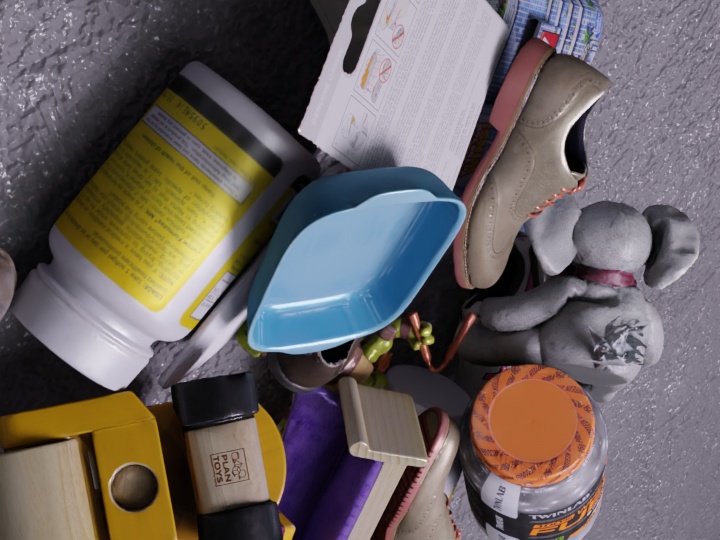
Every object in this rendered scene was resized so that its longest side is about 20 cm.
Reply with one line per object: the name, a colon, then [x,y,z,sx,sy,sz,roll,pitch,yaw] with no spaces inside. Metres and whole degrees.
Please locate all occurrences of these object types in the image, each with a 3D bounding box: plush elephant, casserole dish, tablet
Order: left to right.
tablet: [-0.064,-0.003,0.940,0.200,0.014,0.130,-50,178,17]
casserole dish: [-0.010,-0.008,0.853,0.121,0.039,0.200,-9,153,-25]
plush elephant: [0.190,0.011,1.097,0.164,0.200,0.155,17,75,-14]

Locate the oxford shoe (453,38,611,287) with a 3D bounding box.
oxford shoe: [0.121,-0.063,0.955,0.070,0.075,0.200,-43,154,-52]

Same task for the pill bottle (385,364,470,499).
pill bottle: [0.026,0.190,1.176,0.111,0.111,0.200,2,119,-44]

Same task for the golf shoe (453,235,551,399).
golf shoe: [0.116,0.060,1.200,0.092,0.073,0.200,21,97,-32]

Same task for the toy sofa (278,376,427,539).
toy sofa: [-0.029,0.186,1.056,0.097,0.083,0.200,13,121,-17]

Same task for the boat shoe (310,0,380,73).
boat shoe: [-0.001,-0.209,0.900,0.062,0.073,0.200,-75,155,-47]

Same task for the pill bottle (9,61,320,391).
pill bottle: [-0.129,-0.027,0.862,0.200,0.114,0.114,-50,141,-1]

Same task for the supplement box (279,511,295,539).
supplement box: [-0.167,0.212,1.012,0.200,0.110,0.086,-1,120,-43]

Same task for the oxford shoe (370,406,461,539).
oxford shoe: [0.051,0.198,1.088,0.075,0.070,0.200,14,121,-12]

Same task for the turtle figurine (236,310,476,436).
turtle figurine: [-0.015,0.064,1.075,0.200,0.064,0.161,-38,131,9]

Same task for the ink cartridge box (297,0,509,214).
ink cartridge box: [0.020,-0.129,0.850,0.200,0.050,0.161,30,79,-57]

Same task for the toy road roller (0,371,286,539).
toy road roller: [-0.150,0.146,0.906,0.200,0.146,0.123,-10,85,-13]

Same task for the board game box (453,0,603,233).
board game box: [0.098,-0.130,1.017,0.200,0.062,0.200,-2,121,-53]

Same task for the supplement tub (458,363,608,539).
supplement tub: [0.145,0.159,1.107,0.123,0.123,0.200,-41,156,-11]

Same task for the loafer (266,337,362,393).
loafer: [0.000,0.000,0.986,0.073,0.071,0.200,29,71,-27]

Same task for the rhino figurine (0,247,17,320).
rhino figurine: [-0.283,0.060,0.827,0.087,0.060,0.200,15,110,-45]
